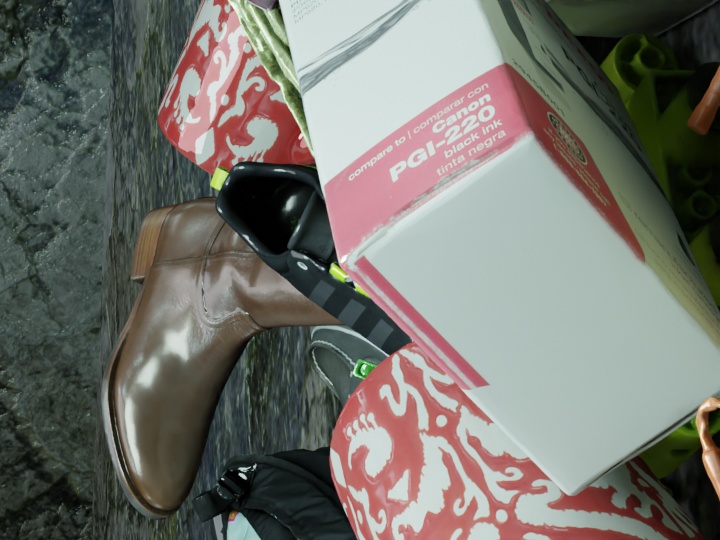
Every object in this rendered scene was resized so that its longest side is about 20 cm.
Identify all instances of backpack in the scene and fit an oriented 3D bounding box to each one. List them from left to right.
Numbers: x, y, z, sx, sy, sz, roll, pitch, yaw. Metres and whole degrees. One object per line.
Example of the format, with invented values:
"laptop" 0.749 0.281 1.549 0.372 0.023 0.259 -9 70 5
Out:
"backpack" 0.017 0.170 1.209 0.200 0.167 0.127 -133 28 -60

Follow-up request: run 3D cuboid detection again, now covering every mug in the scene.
"mug" -0.025 -0.139 1.235 0.200 0.133 0.178 -62 20 23
"mug" 0.054 0.133 0.863 0.133 0.177 0.200 49 -173 -42

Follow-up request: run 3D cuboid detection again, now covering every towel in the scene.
"towel" -0.029 -0.122 1.082 0.149 0.036 0.200 63 -172 0

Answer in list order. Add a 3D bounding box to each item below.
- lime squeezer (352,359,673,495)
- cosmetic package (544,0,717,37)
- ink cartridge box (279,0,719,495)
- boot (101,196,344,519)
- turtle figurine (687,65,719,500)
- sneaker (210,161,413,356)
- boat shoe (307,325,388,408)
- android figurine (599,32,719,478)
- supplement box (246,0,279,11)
"lime squeezer" 0.089 0.076 1.057 0.200 0.071 0.038 22 77 45
"cosmetic package" 0.105 -0.206 0.947 0.104 0.073 0.201 161 108 -76
"ink cartridge box" 0.050 -0.039 0.833 0.146 0.085 0.200 45 -164 -33
"boot" -0.047 0.034 1.191 0.200 0.064 0.187 -10 74 42
"turtle figurine" 0.166 -0.006 0.709 0.161 0.064 0.200 153 125 -67
"sneaker" 0.000 0.000 1.066 0.200 0.083 0.072 27 96 40
"boat shoe" 0.022 0.079 1.170 0.200 0.057 0.069 35 149 49
"android figurine" 0.122 -0.004 0.955 0.200 0.041 0.182 124 143 -65
"supplement box" -0.012 -0.221 0.915 0.200 0.086 0.110 -59 -5 35
